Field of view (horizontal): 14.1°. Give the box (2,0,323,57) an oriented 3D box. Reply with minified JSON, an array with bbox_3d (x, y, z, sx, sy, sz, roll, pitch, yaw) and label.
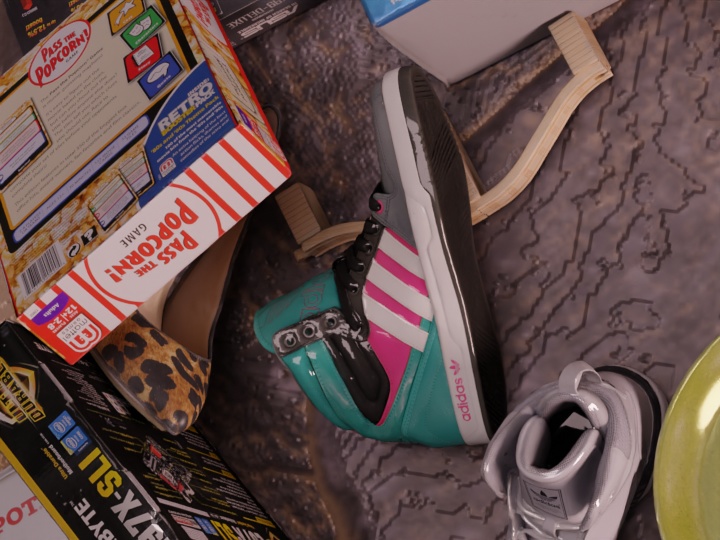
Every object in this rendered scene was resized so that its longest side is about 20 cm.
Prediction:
[{"bbox_3d":[-0.110,-0.195,1.626,0.199,0.050,0.159,-27,73,13],"label":"box"}]

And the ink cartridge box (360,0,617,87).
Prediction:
[{"bbox_3d":[0.052,-0.229,1.523,0.147,0.145,0.201,-27,73,14],"label":"ink cartridge box"}]

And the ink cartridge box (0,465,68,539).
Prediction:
[{"bbox_3d":[-0.167,0.217,1.547,0.144,0.085,0.201,-31,73,18],"label":"ink cartridge box"}]

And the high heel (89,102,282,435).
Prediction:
[{"bbox_3d":[-0.082,-0.007,1.530,0.143,0.071,0.200,-44,32,12],"label":"high heel"}]

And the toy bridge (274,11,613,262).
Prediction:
[{"bbox_3d":[0.048,-0.057,1.556,0.199,0.027,0.068,-32,72,13],"label":"toy bridge"}]

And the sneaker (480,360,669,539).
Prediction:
[{"bbox_3d":[0.092,0.138,1.457,0.075,0.115,0.201,19,87,22],"label":"sneaker"}]

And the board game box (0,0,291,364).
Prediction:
[{"bbox_3d":[-0.128,-0.066,1.505,0.151,0.046,0.200,-40,36,11],"label":"board game box"}]

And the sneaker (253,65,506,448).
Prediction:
[{"bbox_3d":[0.000,0.000,1.520,0.120,0.084,0.201,-9,97,16],"label":"sneaker"}]

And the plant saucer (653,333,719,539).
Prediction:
[{"bbox_3d":[0.244,0.105,1.430,0.199,0.031,0.201,-4,72,13],"label":"plant saucer"}]

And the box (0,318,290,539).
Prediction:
[{"bbox_3d":[-0.111,0.111,1.489,0.049,0.200,0.160,-42,70,7],"label":"box"}]
